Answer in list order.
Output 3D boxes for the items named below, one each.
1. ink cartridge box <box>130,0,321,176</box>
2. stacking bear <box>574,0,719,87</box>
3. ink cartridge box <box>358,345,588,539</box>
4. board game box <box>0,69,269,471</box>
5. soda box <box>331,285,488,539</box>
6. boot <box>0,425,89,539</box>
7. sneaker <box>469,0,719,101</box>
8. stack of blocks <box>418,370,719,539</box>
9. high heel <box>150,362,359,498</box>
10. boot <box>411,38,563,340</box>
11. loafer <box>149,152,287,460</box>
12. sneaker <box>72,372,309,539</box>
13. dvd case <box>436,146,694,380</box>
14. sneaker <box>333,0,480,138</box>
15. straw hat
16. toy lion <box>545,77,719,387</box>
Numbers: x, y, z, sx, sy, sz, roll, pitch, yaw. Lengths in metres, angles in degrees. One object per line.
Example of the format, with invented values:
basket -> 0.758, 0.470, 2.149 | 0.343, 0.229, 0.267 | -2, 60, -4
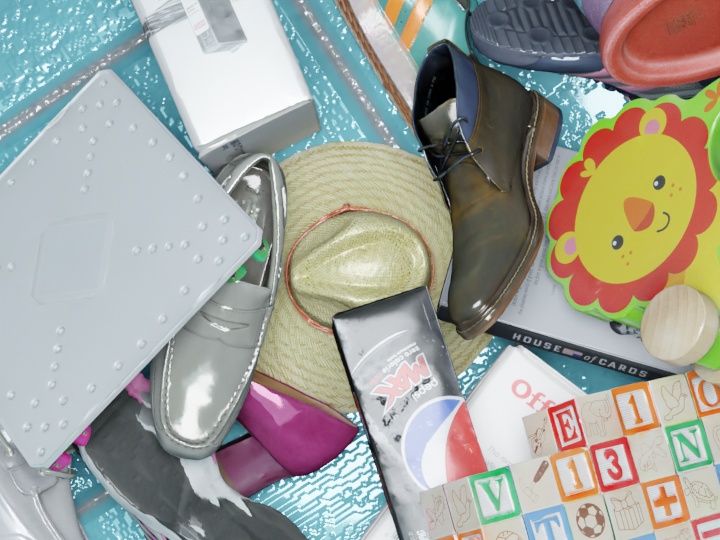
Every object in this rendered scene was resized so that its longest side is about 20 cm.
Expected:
ink cartridge box -> -0.101, -0.173, 1.131 | 0.084, 0.144, 0.200 | -22, 87, 0
stacking bear -> 0.172, -0.225, 1.086 | 0.113, 0.121, 0.200 | -22, 61, 8
ink cartridge box -> 0.095, 0.170, 1.133 | 0.146, 0.083, 0.200 | 38, 87, 4
board game box -> -0.177, -0.003, 1.102 | 0.200, 0.026, 0.200 | -46, 54, 2
soda box -> 0.041, 0.115, 1.062 | 0.063, 0.071, 0.201 | -18, 83, -4
boot -> -0.214, 0.117, 1.147 | 0.096, 0.074, 0.200 | -38, 85, 5
sneaker -> 0.169, -0.139, 1.149 | 0.199, 0.082, 0.070 | 2, 51, -3
stack of blocks -> 0.137, 0.133, 1.023 | 0.200, 0.059, 0.115 | -10, 79, -30
high heel -> -0.086, 0.050, 1.151 | 0.096, 0.067, 0.200 | -29, 100, 12
boot -> 0.062, -0.054, 1.081 | 0.097, 0.075, 0.200 | 36, 46, -23
loafer -> -0.089, 0.019, 1.096 | 0.070, 0.070, 0.201 | 13, 75, -9
sneaker -> -0.124, 0.158, 1.135 | 0.200, 0.086, 0.080 | 49, 54, 1
dvd case -> 0.163, -0.006, 1.142 | 0.199, 0.025, 0.151 | 16, 58, 3
sneaker -> 0.031, -0.183, 1.171 | 0.080, 0.071, 0.200 | -29, 91, -5
straw hat -> 0.000, 0.000, 1.146 | 0.200, 0.085, 0.202 | 0, 86, 1
toy lion -> 0.201, -0.042, 1.043 | 0.200, 0.069, 0.192 | -52, 42, 20
